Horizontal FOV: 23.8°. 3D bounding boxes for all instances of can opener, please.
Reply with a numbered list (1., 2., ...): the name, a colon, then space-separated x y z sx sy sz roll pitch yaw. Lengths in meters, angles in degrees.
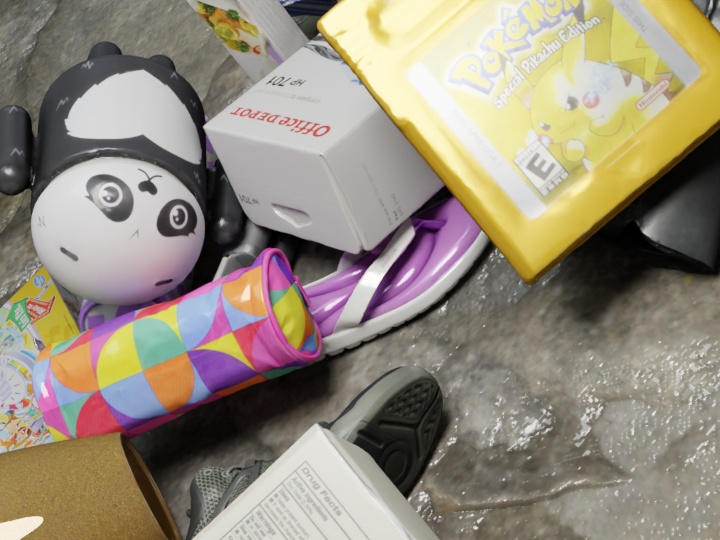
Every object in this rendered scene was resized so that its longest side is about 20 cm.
1. can opener: -0.087 -0.009 1.236 0.067 0.053 0.201 -8 48 37

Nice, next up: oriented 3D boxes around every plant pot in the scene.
1. plant pot: -0.219 0.191 1.090 0.199 0.187 0.187 -28 37 -3

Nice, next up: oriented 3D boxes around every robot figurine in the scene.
1. robot figurine: -0.168 -0.071 1.198 0.149 0.125 0.201 -15 47 11

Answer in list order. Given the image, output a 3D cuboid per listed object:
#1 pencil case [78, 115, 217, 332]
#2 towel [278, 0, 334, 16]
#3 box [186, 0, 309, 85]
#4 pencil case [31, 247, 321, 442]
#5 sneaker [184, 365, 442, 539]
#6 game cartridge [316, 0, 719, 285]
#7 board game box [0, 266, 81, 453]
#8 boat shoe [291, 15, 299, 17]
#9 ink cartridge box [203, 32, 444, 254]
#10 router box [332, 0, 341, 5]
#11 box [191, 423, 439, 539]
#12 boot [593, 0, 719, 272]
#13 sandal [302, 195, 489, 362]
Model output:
1. pencil case: -0.158 -0.026 1.292 0.086 0.083 0.201 122 159 -46
2. towel: 0.040 -0.233 1.276 0.199 0.144 0.024 -17 86 31
3. box: -0.067 -0.163 1.241 0.038 0.200 0.042 -11 48 32
4. pencil case: -0.123 0.055 1.126 0.199 0.089 0.089 -21 42 21
5. sneaker: -0.039 0.127 1.041 0.200 0.076 0.114 -53 43 -3
6. game cartridge: 0.101 -0.123 0.983 0.176 0.032 0.200 -40 80 2
7. board game box: -0.256 0.096 1.311 0.134 0.034 0.200 -44 37 2
8. boat shoe: -0.012 -0.256 1.327 0.199 0.073 0.069 -24 79 53
9. ink cartridge box: 0.015 -0.113 1.175 0.200 0.086 0.146 -40 33 -25
10. router box: 0.094 -0.206 1.070 0.200 0.062 0.150 -49 52 0
11. box: -0.043 0.201 0.910 0.200 0.109 0.128 -42 69 2
12. boot: 0.227 -0.092 1.001 0.164 0.066 0.201 17 73 27
13. sandal: 0.002 0.005 1.141 0.202 0.050 0.083 -34 38 14
